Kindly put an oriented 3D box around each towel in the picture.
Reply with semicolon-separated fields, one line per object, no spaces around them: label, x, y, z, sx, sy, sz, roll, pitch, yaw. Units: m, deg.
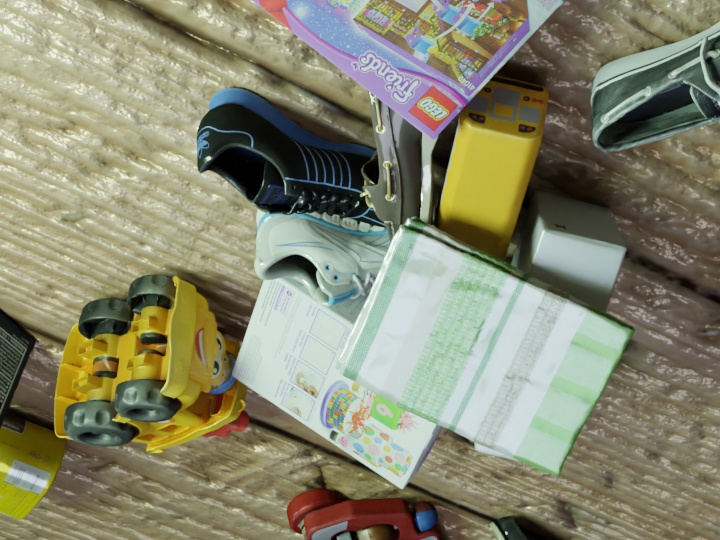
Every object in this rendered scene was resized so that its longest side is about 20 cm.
towel;0.096;0.061;1.085;0.199;0.031;0.150;25;114;2

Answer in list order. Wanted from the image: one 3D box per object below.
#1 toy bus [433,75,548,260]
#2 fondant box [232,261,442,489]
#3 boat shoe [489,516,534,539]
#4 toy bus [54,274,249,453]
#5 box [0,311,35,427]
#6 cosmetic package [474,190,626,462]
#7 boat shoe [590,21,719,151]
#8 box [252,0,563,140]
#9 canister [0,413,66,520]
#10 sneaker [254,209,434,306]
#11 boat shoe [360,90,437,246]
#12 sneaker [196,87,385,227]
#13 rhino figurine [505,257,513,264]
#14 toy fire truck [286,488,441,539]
toy bus;0.098;-0.068;1.095;0.065;0.079;0.201;12;142;1
fondant box;-0.009;0.088;1.264;0.199;0.058;0.145;33;132;11
boat shoe;0.221;0.345;1.598;0.063;0.074;0.202;-40;114;4
toy bus;-0.177;0.109;1.355;0.191;0.137;0.199;25;146;-34
box;-0.459;0.106;1.371;0.123;0.199;0.200;-16;134;31
cosmetic package;0.151;0.048;1.138;0.071;0.102;0.201;13;111;-3
boat shoe;0.253;-0.135;0.977;0.198;0.068;0.074;-13;136;29
box;0.021;-0.199;0.943;0.200;0.039;0.137;35;111;-26
canister;-0.454;0.204;1.585;0.199;0.087;0.149;26;140;-19
sneaker;0.000;0.000;1.203;0.198;0.087;0.075;9;141;2
boat shoe;0.030;-0.081;1.087;0.059;0.072;0.201;2;129;1
sneaker;-0.044;-0.072;1.130;0.199;0.078;0.070;24;139;-15
rhino figurine;0.124;0.061;1.260;0.087;0.060;0.201;20;138;-3
toy fire truck;0.013;0.320;1.601;0.167;0.113;0.201;-18;139;-1
